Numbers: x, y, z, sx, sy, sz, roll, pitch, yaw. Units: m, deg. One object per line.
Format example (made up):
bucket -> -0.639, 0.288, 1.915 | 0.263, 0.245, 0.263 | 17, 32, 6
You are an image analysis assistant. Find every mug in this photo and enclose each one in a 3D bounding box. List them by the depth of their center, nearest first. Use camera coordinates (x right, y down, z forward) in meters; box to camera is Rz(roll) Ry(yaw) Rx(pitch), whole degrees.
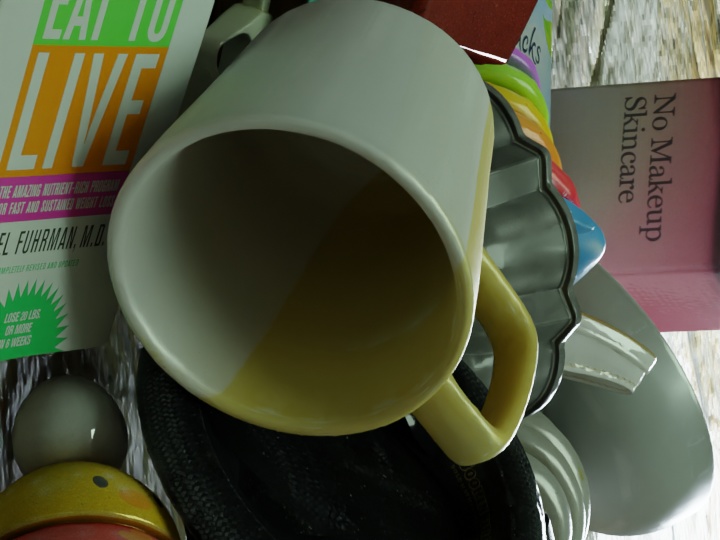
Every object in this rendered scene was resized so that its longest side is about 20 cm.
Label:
mug -> -0.009, -0.021, 1.218 | 0.153, 0.149, 0.187 | -68, 154, -54

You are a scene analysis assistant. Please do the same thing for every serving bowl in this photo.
serving bowl -> 0.107, 0.072, 1.649 | 0.066, 0.200, 0.200 | -34, 126, -23

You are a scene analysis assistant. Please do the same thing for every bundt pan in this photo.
bundt pan -> 0.000, 0.000, 1.363 | 0.076, 0.202, 0.202 | -14, 101, -51

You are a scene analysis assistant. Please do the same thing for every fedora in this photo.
fedora -> -0.021, 0.099, 1.255 | 0.200, 0.092, 0.201 | 18, 47, -21

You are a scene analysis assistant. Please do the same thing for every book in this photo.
book -> -0.125, -0.063, 1.153 | 0.134, 0.048, 0.200 | -9, 120, -60

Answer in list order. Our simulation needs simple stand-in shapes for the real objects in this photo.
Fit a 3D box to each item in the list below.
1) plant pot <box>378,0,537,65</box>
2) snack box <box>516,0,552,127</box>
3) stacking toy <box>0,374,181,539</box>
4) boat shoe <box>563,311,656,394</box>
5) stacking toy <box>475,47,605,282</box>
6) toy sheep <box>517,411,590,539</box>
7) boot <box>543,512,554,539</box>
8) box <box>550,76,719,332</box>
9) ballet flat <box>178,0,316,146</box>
plant pot -> -0.002, -0.195, 1.390 | 0.200, 0.199, 0.177 | 9, 88, -67
snack box -> 0.046, -0.119, 1.637 | 0.200, 0.068, 0.169 | 30, 60, -65
stacking toy -> -0.116, 0.127, 1.183 | 0.146, 0.146, 0.200 | 53, 22, -53
boat shoe -> 0.054, 0.042, 1.521 | 0.071, 0.200, 0.069 | 147, -43, -75
stacking toy -> 0.056, -0.075, 1.482 | 0.116, 0.110, 0.200 | 28, 42, -24
toy sheep -> 0.060, 0.128, 1.565 | 0.200, 0.138, 0.138 | -114, -168, -72
boot -> 0.021, 0.180, 1.372 | 0.077, 0.200, 0.139 | -22, 105, -34
box -> 0.177, -0.037, 1.769 | 0.109, 0.200, 0.128 | 43, 47, -60
ballet flat -> -0.046, -0.116, 1.287 | 0.070, 0.067, 0.200 | -36, 140, -72
